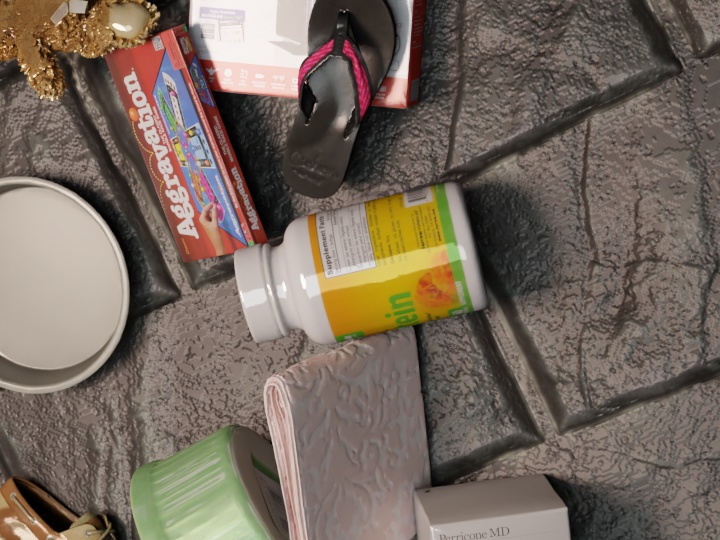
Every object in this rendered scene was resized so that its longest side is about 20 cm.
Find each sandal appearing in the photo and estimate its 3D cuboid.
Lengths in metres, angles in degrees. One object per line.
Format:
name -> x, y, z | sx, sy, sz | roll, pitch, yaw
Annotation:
sandal -> -0.021, -0.148, 1.590 | 0.075, 0.045, 0.200 | 18, 113, 9

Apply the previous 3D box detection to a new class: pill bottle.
pill bottle -> 0.000, 0.000, 1.611 | 0.200, 0.111, 0.111 | -13, 96, 5

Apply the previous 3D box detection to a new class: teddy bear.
teddy bear -> -0.253, -0.221, 1.667 | 0.200, 0.067, 0.145 | -26, 66, 22

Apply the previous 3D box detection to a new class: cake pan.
cake pan -> -0.299, 0.011, 1.749 | 0.200, 0.037, 0.201 | 3, 100, 15

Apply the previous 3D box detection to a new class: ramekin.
ramekin -> -0.101, 0.231, 1.658 | 0.098, 0.200, 0.200 | -33, 90, 11

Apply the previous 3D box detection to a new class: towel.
towel -> -0.006, 0.156, 1.619 | 0.032, 0.200, 0.191 | 0, 102, 33

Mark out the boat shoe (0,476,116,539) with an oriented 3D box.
boat shoe -> -0.261, 0.260, 1.767 | 0.200, 0.076, 0.074 | 29, 103, 7

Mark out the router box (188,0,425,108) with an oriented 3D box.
router box -> -0.045, -0.237, 1.632 | 0.200, 0.049, 0.180 | 6, 101, 14

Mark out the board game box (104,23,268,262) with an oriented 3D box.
board game box -> -0.153, -0.108, 1.665 | 0.103, 0.019, 0.200 | -10, 105, 48

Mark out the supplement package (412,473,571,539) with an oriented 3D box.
supplement package -> 0.118, 0.289, 1.631 | 0.121, 0.120, 0.200 | -7, 99, -4
